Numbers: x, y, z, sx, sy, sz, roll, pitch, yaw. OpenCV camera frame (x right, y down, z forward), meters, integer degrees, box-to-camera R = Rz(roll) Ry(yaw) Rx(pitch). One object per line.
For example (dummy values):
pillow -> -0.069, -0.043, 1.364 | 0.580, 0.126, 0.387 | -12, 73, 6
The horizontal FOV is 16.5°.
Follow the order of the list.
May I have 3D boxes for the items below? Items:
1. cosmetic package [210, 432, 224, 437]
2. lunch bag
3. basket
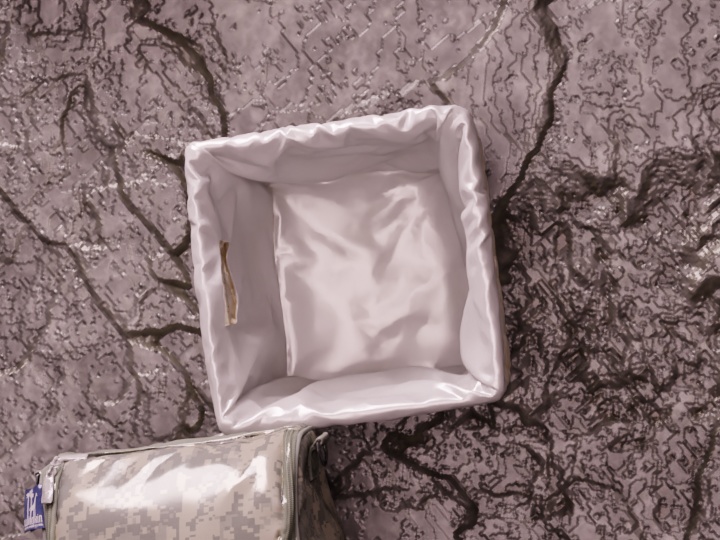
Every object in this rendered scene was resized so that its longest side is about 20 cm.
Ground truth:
cosmetic package -> -0.088, 0.216, 1.732 | 0.087, 0.103, 0.201 | -20, 86, 10
lunch bag -> -0.107, 0.191, 1.615 | 0.199, 0.139, 0.169 | -9, 88, 13
basket -> 0.000, 0.000, 1.686 | 0.199, 0.161, 0.199 | -7, 90, 9
